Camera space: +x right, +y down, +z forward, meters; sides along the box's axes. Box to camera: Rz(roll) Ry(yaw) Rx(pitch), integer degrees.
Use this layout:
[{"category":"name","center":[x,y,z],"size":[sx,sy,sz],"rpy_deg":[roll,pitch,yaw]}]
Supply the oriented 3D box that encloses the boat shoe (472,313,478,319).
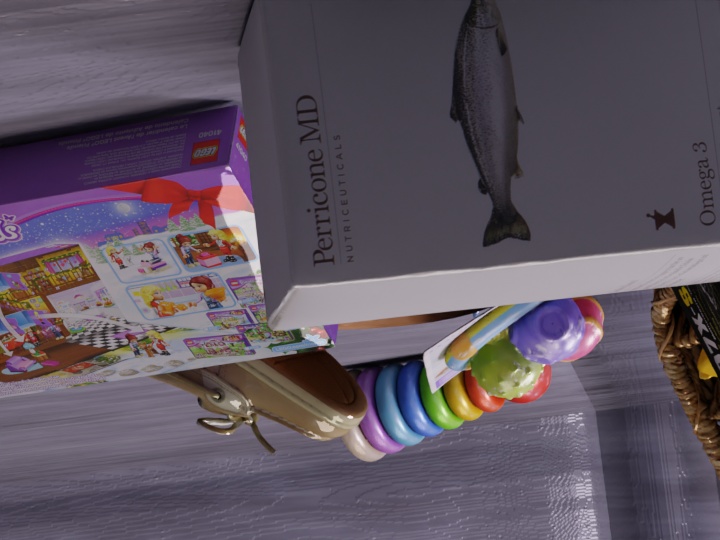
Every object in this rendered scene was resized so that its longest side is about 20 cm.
[{"category":"boat shoe","center":[0.108,-0.001,1.749],"size":[0.084,0.069,0.200],"rpy_deg":[-10,172,27]}]

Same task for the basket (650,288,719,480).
[{"category":"basket","center":[0.259,0.026,1.629],"size":[0.200,0.150,0.143],"rpy_deg":[-13,143,43]}]

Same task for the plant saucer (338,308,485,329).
[{"category":"plant saucer","center":[0.000,0.000,1.559],"size":[0.199,0.032,0.200],"rpy_deg":[-2,-168,0]}]

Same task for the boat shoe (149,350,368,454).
[{"category":"boat shoe","center":[-0.089,0.046,1.577],"size":[0.200,0.063,0.073],"rpy_deg":[29,-165,17]}]

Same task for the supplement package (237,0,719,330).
[{"category":"supplement package","center":[0.058,-0.050,1.133],"size":[0.199,0.117,0.117],"rpy_deg":[-6,173,-8]}]

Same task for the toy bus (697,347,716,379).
[{"category":"toy bus","center":[0.221,0.007,1.449],"size":[0.191,0.201,0.136],"rpy_deg":[1,172,-2]}]

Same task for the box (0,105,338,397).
[{"category":"box","center":[-0.124,-0.005,1.365],"size":[0.199,0.039,0.137],"rpy_deg":[-9,139,19]}]

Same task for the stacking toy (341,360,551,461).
[{"category":"stacking toy","center":[0.078,0.106,2.580],"size":[0.199,0.086,0.085],"rpy_deg":[-18,168,26]}]

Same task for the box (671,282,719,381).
[{"category":"box","center":[0.182,0.002,1.318],"size":[0.049,0.201,0.160],"rpy_deg":[-27,175,-6]}]

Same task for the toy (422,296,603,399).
[{"category":"toy","center":[0.091,0.034,1.511],"size":[0.115,0.047,0.200],"rpy_deg":[-36,175,-3]}]
